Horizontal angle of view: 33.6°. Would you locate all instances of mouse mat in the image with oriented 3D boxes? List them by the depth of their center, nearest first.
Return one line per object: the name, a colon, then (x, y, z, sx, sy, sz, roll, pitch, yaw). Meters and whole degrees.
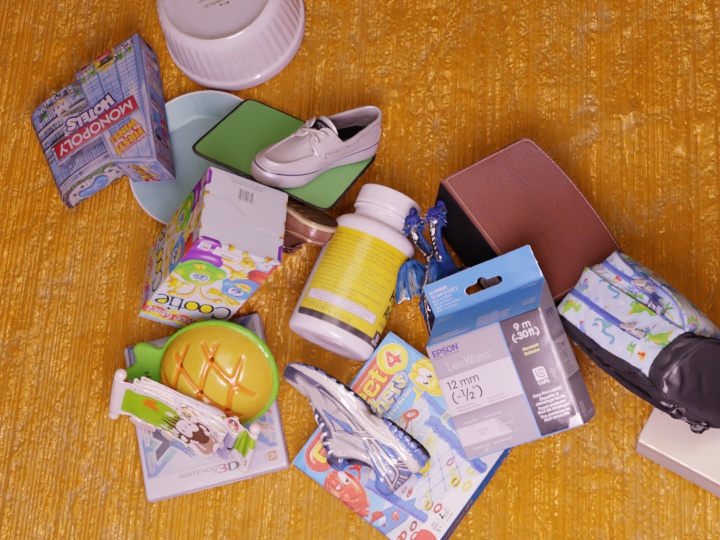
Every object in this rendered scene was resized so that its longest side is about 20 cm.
mouse mat: (-0.095, -0.150, 1.523, 0.199, 0.008, 0.161, 26, 40, 11)

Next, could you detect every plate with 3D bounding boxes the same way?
plate: (-0.212, -0.145, 1.592, 0.199, 0.026, 0.201, -3, 71, 9)

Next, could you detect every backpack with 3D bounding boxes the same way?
backpack: (0.309, 0.070, 1.298, 0.200, 0.163, 0.154, 20, 85, 47)

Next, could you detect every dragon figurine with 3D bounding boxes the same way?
dragon figurine: (0.080, 0.019, 1.413, 0.059, 0.099, 0.201, -7, 63, 36)

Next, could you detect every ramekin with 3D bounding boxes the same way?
ramekin: (-0.181, -0.354, 1.612, 0.199, 0.105, 0.201, -3, 72, 10)

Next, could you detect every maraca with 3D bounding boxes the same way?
maraca: (-0.190, 0.129, 1.434, 0.199, 0.107, 0.138, -12, 102, 21)

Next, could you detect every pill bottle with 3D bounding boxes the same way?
pill bottle: (0.000, 0.000, 1.459, 0.111, 0.111, 0.201, 20, 78, 16)

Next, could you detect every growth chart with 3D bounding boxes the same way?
growth chart: (-0.210, 0.179, 1.407, 0.199, 0.145, 0.018, 22, 56, 7)

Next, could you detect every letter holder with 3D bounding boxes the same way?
letter holder: (0.203, -0.041, 1.441, 0.142, 0.101, 0.200, -29, 69, -17)

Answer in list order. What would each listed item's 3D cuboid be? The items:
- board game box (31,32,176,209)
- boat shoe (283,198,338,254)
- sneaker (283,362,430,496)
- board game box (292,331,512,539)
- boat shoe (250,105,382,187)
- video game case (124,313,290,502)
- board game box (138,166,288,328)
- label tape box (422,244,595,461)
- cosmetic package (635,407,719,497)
board game box: (-0.333, -0.180, 1.585, 0.200, 0.062, 0.200, -31, 61, 6)
boat shoe: (-0.087, -0.051, 1.473, 0.072, 0.200, 0.068, 17, 94, -27)
sneaker: (-0.021, 0.181, 1.366, 0.200, 0.077, 0.085, 37, 86, 19)
board game box: (0.057, 0.209, 1.410, 0.196, 0.056, 0.200, 34, 81, 18)
boat shoe: (-0.050, -0.160, 1.491, 0.199, 0.066, 0.072, -18, 50, -34)
video game case: (-0.194, 0.170, 1.488, 0.182, 0.022, 0.201, -15, 70, 5)
board game box: (-0.179, -0.017, 1.432, 0.105, 0.200, 0.103, 18, 54, -22)
label tape box: (0.153, 0.091, 1.315, 0.143, 0.066, 0.201, -22, 89, 25)
cosmetic package: (0.421, 0.203, 1.336, 0.200, 0.073, 0.104, 27, 79, 18)
